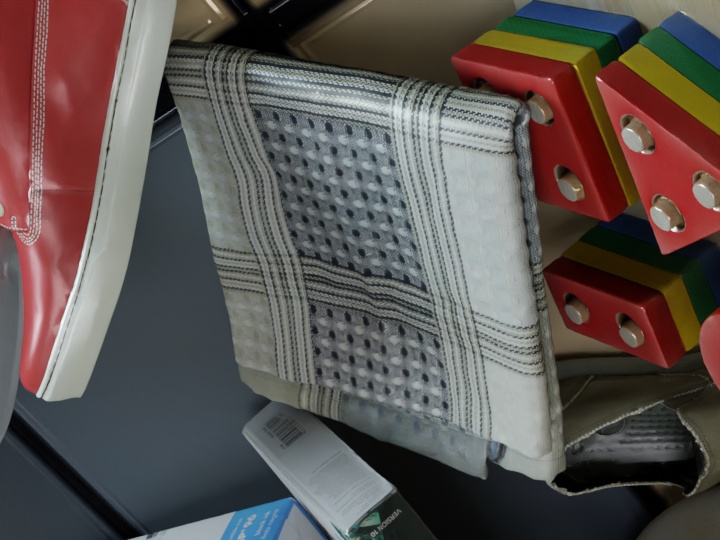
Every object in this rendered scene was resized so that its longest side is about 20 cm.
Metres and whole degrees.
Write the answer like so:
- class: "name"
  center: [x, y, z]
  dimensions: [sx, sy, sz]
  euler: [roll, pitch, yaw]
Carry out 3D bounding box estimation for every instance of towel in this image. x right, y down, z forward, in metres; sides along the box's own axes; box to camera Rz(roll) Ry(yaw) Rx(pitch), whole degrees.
- class: "towel"
  center: [0.000, 0.000, 0.812]
  dimensions: [0.192, 0.035, 0.201]
  euler: [14, 131, 33]

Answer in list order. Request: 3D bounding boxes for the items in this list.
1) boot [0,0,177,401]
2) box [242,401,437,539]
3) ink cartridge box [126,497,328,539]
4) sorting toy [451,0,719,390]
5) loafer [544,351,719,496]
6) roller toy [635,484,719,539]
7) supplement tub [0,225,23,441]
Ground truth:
- class: "boot"
  center: [-0.164, -0.049, 0.784]
  dimensions: [0.143, 0.072, 0.201]
  euler: [8, 96, -12]
- class: "box"
  center: [0.030, 0.159, 0.905]
  dimensions: [0.036, 0.144, 0.200]
  euler: [-41, 115, -7]
- class: "ink cartridge box"
  center: [-0.091, 0.199, 0.970]
  dimensions: [0.199, 0.068, 0.116]
  euler: [-18, 120, 33]
- class: "sorting toy"
  center: [0.136, -0.024, 0.737]
  dimensions: [0.069, 0.198, 0.201]
  euler: [-37, 121, -20]
- class: "loafer"
  center: [0.172, 0.078, 0.877]
  dimensions: [0.199, 0.070, 0.076]
  euler: [-9, 122, 12]
- class: "roller toy"
  center: [0.215, 0.198, 0.912]
  dimensions: [0.182, 0.140, 0.200]
  euler: [21, 133, -7]
- class: "supplement tub"
  center: [-0.264, 0.024, 0.853]
  dimensions: [0.199, 0.123, 0.123]
  euler: [7, 124, 2]
